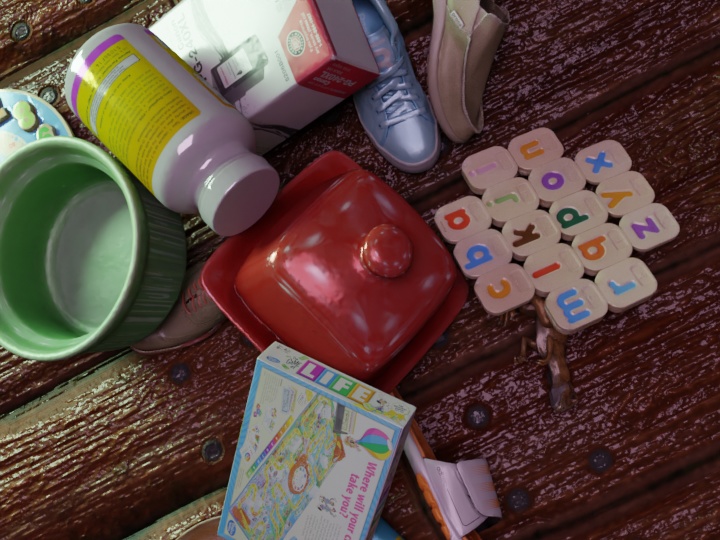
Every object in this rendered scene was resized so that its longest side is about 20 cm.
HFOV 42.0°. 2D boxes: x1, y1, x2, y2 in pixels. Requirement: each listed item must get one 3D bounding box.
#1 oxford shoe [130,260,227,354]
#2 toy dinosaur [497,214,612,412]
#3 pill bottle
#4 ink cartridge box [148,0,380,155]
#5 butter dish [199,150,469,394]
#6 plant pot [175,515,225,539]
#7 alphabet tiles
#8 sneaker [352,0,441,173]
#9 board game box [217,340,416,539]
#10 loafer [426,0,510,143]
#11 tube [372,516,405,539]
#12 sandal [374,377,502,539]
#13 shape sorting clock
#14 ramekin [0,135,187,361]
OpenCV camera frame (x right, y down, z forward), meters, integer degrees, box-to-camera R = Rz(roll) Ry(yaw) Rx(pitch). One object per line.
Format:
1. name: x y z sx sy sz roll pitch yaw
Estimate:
1. oxford shoe: -0.149 0.018 0.905 0.199 0.075 0.071 -30 78 5
2. toy dinosaur: 0.176 0.027 0.865 0.105 0.060 0.202 12 83 -17
3. pill bottle: -0.162 -0.120 0.819 0.104 0.104 0.200 -47 68 1
4. ink cartridge box: -0.100 -0.203 0.886 0.199 0.083 0.146 -29 76 30
5. butter dish: 0.000 0.000 0.805 0.200 0.148 0.199 46 66 -4
6. plant pot: -0.108 0.329 0.878 0.198 0.027 0.202 -1 82 9
7. alphabet tiles: 0.176 -0.041 0.850 0.194 0.015 0.201 -23 62 -9
8. sneaker: 0.017 -0.190 0.901 0.074 0.082 0.201 -26 78 6
9. board game box: -0.043 0.175 0.805 0.134 0.034 0.201 24 119 14
10. loafer: 0.102 -0.217 0.865 0.068 0.076 0.202 4 109 23
11. tube: -0.011 0.240 0.867 0.200 0.050 0.078 45 107 8
12. sandal: 0.080 0.174 0.840 0.059 0.079 0.208 -31 76 7
13. shape sorting clock: -0.387 -0.095 0.982 0.198 0.039 0.202 -1 82 10
14. ramekin: -0.259 -0.016 0.874 0.198 0.098 0.202 -3 84 23
